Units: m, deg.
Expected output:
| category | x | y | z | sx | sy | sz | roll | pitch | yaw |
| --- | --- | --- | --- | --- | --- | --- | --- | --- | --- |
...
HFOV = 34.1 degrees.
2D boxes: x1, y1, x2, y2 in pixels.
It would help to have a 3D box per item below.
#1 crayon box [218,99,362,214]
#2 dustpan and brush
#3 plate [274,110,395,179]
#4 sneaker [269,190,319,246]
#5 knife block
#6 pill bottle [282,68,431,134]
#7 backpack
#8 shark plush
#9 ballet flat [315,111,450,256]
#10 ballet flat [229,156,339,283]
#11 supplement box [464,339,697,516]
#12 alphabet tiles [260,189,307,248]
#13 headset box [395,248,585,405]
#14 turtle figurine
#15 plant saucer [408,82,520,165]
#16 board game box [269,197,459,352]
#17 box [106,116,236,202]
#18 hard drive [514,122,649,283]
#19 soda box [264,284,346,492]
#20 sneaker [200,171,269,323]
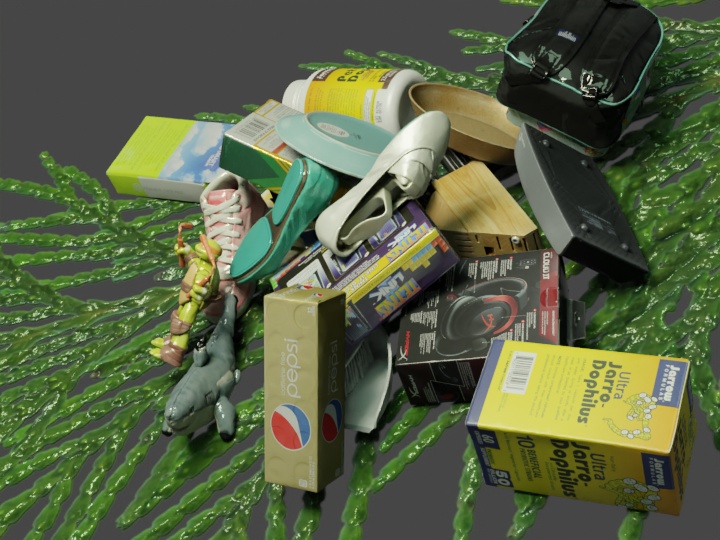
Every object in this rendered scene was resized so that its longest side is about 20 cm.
| category | x | y | z | sx | sy | sz | roll | pitch | yaw |
| --- | --- | --- | --- | --- | --- | --- | --- | --- | --- |
| crayon box | -0.059 | -0.133 | 1.450 | 0.198 | 0.052 | 0.126 | 25 | 35 | 13 |
| dustpan and brush | -0.005 | 0.080 | 1.333 | 0.138 | 0.058 | 0.201 | 6 | 46 | 33 |
| plate | -0.006 | -0.154 | 1.407 | 0.197 | 0.026 | 0.201 | 17 | 22 | -7 |
| sneaker | -0.084 | -0.095 | 1.510 | 0.077 | 0.071 | 0.201 | -9 | 36 | 7 |
| knife block | 0.146 | -0.090 | 1.433 | 0.197 | 0.064 | 0.177 | 5 | 52 | 27 |
| pill bottle | -0.007 | -0.215 | 1.576 | 0.198 | 0.110 | 0.110 | 7 | 51 | 35 |
| backpack | 0.278 | -0.254 | 1.463 | 0.174 | 0.154 | 0.201 | 24 | 61 | 16 |
| shark plush | -0.168 | 0.110 | 1.357 | 0.090 | 0.084 | 0.201 | 9 | 52 | 29 |
| ballet flat | 0.033 | -0.088 | 1.296 | 0.200 | 0.069 | 0.070 | -43 | 42 | 12 |
| ballet flat | -0.084 | -0.048 | 1.389 | 0.201 | 0.070 | 0.068 | -53 | 33 | 34 |
| supplement box | 0.217 | 0.151 | 1.144 | 0.197 | 0.110 | 0.110 | 4 | 49 | 26 |
| alphabet tiles | -0.043 | -0.085 | 1.543 | 0.195 | 0.015 | 0.199 | -43 | 48 | -19 |
| headset box | 0.146 | 0.060 | 1.283 | 0.197 | 0.075 | 0.150 | -7 | 46 | 16 |
| turtle figurine | -0.202 | 0.025 | 1.412 | 0.163 | 0.064 | 0.200 | -67 | 24 | 9 |
| plant saucer | 0.149 | -0.180 | 1.482 | 0.197 | 0.036 | 0.201 | 16 | 25 | -8 |
| board game box | 0.000 | 0.000 | 1.333 | 0.199 | 0.057 | 0.166 | -38 | 29 | 5 |
| box | -0.250 | -0.158 | 1.671 | 0.198 | 0.048 | 0.123 | 8 | 53 | 28 |
| hard drive | 0.246 | -0.075 | 1.343 | 0.042 | 0.134 | 0.201 | -48 | 36 | 30 |
| soda box | -0.058 | 0.121 | 1.222 | 0.067 | 0.203 | 0.064 | 7 | 13 | 27 |
| sneaker | -0.173 | -0.039 | 1.482 | 0.074 | 0.105 | 0.202 | -3 | 53 | 20 |
